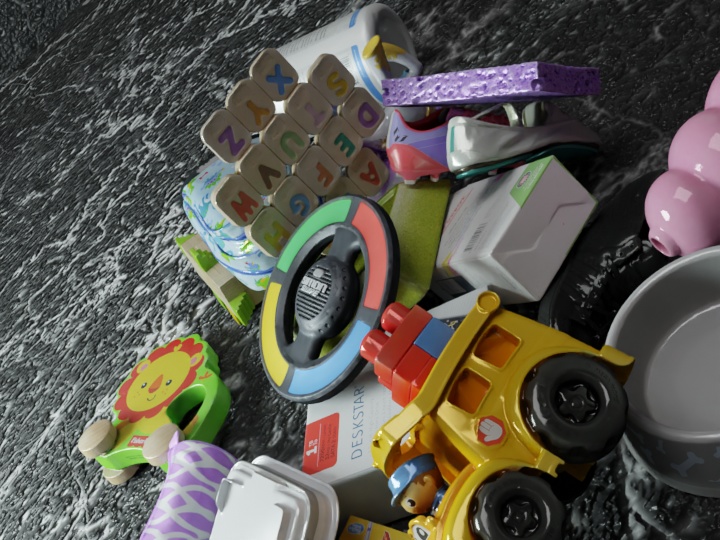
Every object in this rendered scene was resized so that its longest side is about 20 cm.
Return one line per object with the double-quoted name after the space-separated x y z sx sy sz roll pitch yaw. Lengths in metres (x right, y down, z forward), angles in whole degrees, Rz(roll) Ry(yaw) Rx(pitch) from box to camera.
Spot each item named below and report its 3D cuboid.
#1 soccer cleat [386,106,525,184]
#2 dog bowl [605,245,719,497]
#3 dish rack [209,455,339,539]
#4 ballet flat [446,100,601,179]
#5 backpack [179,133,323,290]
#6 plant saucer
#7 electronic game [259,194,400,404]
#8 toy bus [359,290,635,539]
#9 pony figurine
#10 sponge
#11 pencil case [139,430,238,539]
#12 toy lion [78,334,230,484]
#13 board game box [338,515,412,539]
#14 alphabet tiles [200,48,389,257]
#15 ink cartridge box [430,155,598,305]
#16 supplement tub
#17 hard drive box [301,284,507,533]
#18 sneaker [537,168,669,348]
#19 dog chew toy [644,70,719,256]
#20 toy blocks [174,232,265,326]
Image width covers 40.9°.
0.121 -0.142 1.014 0.196 0.078 0.067 -10 25 -15 "soccer cleat"
0.274 0.065 0.727 0.198 0.059 0.202 -25 39 22 "dog bowl"
-0.096 0.265 0.820 0.171 0.043 0.204 4 77 58 "dish rack"
0.162 -0.135 0.944 0.197 0.071 0.069 -12 19 -35 "ballet flat"
-0.116 -0.067 1.091 0.161 0.155 0.201 -29 53 -3 "backpack"
0.000 0.000 0.998 0.199 0.048 0.201 -39 21 34 "plant saucer"
-0.033 0.025 0.907 0.199 0.041 0.203 -30 50 41 "electronic game"
0.072 0.117 0.680 0.190 0.136 0.201 30 66 14 "toy bus"
0.032 -0.155 1.107 0.193 0.199 0.168 -43 34 23 "pony figurine"
0.126 -0.182 0.955 0.198 0.110 0.030 5 100 46 "sponge"
-0.181 0.261 0.934 0.084 0.084 0.202 -59 9 45 "pencil case"
-0.224 0.155 1.128 0.198 0.069 0.193 -5 42 41 "toy lion"
0.039 0.280 0.752 0.198 0.034 0.136 2 55 46 "board game box"
-0.061 -0.118 0.988 0.201 0.196 0.015 -53 29 -12 "alphabet tiles"
0.125 -0.029 0.933 0.118 0.067 0.199 -55 15 -17 "ink cartridge box"
-0.032 -0.267 1.313 0.197 0.132 0.134 -15 43 33 "supplement tub"
0.051 0.127 0.865 0.198 0.077 0.158 -26 38 24 "hard drive box"
0.219 0.005 0.842 0.103 0.060 0.202 -19 38 37 "sneaker"
0.313 -0.093 0.797 0.200 0.125 0.124 -46 35 -2 "dog chew toy"
-0.137 -0.027 1.214 0.136 0.101 0.200 -36 33 -12 "toy blocks"
